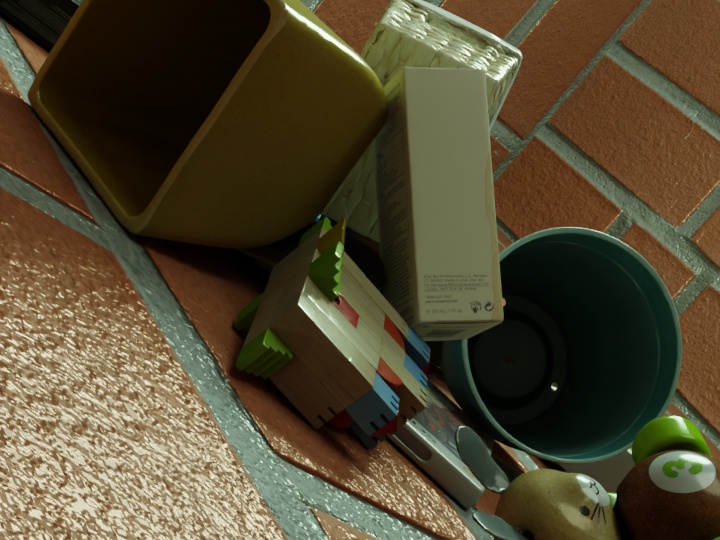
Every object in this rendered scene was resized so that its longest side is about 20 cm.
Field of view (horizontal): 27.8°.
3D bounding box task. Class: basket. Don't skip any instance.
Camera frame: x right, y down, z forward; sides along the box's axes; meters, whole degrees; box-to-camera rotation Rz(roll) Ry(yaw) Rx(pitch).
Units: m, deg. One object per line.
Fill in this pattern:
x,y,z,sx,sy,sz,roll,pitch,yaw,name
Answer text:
0.043,-0.127,1.313,0.135,0.201,0.123,26,22,2,basket

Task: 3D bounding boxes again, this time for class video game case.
0.032,0.102,1.175,0.182,0.023,0.200,42,8,2,video game case

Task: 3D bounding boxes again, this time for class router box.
-0.323,-0.277,1.397,0.200,0.052,0.157,37,9,-29,router box

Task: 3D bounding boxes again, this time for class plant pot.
0.161,0.073,1.324,0.200,0.200,0.188,40,-13,-5,plant pot
-0.094,-0.135,1.122,0.199,0.196,0.194,18,23,-49,plant pot

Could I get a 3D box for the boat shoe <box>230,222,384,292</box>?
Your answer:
-0.066,-0.016,1.204,0.200,0.072,0.066,29,-35,24,boat shoe

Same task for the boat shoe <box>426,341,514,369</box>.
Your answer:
0.101,0.071,1.476,0.200,0.074,0.066,40,4,-45,boat shoe

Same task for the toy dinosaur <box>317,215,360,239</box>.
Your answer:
0.000,0.000,1.454,0.200,0.077,0.103,47,19,-31,toy dinosaur

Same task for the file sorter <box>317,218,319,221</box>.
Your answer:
-0.097,-0.158,1.586,0.200,0.123,0.139,42,8,5,file sorter

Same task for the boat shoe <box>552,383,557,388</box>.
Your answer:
0.206,0.135,1.631,0.201,0.072,0.061,42,12,19,boat shoe

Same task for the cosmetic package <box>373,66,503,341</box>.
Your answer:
0.058,-0.050,1.153,0.073,0.202,0.104,0,-10,-14,cosmetic package

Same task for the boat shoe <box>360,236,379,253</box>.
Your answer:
0.038,-0.001,1.568,0.202,0.075,0.075,35,15,-39,boat shoe

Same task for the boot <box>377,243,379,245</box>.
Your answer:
0.021,-0.086,1.462,0.199,0.167,0.072,25,48,16,boot

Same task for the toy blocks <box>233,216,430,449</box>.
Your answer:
-0.008,0.059,1.018,0.137,0.100,0.200,48,17,-12,toy blocks

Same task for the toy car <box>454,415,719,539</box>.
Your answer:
0.155,0.171,1.007,0.199,0.158,0.165,26,24,-21,toy car

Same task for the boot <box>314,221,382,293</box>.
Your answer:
-0.026,-0.012,1.279,0.174,0.069,0.200,38,-17,-21,boot

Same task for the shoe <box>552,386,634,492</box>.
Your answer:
0.239,0.188,1.508,0.200,0.072,0.091,39,13,15,shoe
